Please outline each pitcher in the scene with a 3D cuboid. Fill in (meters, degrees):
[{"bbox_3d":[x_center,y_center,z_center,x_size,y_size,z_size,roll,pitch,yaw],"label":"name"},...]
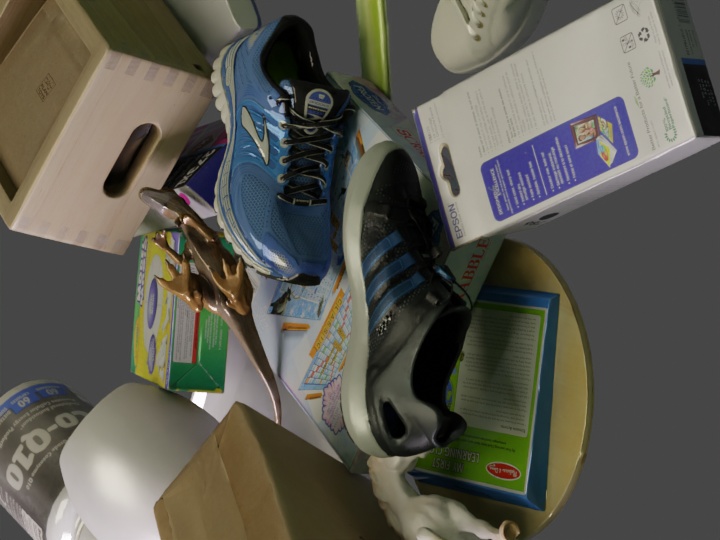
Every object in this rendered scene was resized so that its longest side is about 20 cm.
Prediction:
[{"bbox_3d":[-0.125,0.189,1.622,0.200,0.121,0.172,41,148,11],"label":"pitcher"}]

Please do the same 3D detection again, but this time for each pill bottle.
[{"bbox_3d":[-0.227,0.181,1.817,0.200,0.113,0.114,35,122,45],"label":"pill bottle"}]

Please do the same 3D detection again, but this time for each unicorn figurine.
[{"bbox_3d":[0.066,0.170,1.372,0.137,0.074,0.201,9,127,65],"label":"unicorn figurine"}]

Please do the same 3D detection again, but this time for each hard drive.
[{"bbox_3d":[-0.148,-0.188,1.668,0.200,0.025,0.133,-41,64,49],"label":"hard drive"}]

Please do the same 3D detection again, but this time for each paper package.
[{"bbox_3d":[-0.020,0.207,1.418,0.104,0.200,0.191,-48,31,15],"label":"paper package"}]

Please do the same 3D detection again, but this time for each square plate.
[{"bbox_3d":[-0.060,0.120,1.655,0.200,0.028,0.199,46,130,40],"label":"square plate"}]

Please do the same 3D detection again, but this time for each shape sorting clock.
[{"bbox_3d":[0.087,0.079,1.439,0.200,0.039,0.201,-14,72,53],"label":"shape sorting clock"}]

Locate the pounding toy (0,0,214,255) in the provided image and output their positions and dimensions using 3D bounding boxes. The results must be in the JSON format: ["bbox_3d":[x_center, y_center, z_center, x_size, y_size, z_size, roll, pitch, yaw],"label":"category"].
[{"bbox_3d":[-0.206,-0.113,1.634,0.201,0.142,0.184,-58,43,22],"label":"pounding toy"}]

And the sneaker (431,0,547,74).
[{"bbox_3d":[0.080,-0.194,1.372,0.200,0.084,0.073,-52,57,45],"label":"sneaker"}]

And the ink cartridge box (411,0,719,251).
[{"bbox_3d":[0.123,-0.090,1.340,0.199,0.039,0.100,-24,76,40],"label":"ink cartridge box"}]

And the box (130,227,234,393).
[{"bbox_3d":[-0.138,0.027,1.672,0.200,0.048,0.118,-175,90,-77],"label":"box"}]

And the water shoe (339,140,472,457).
[{"bbox_3d":[0.037,0.016,1.372,0.079,0.071,0.201,-7,75,32],"label":"water shoe"}]

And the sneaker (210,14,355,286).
[{"bbox_3d":[-0.050,-0.084,1.488,0.089,0.078,0.201,-39,54,47],"label":"sneaker"}]

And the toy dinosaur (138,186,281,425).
[{"bbox_3d":[-0.090,0.019,1.526,0.060,0.106,0.201,-28,81,8],"label":"toy dinosaur"}]

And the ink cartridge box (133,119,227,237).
[{"bbox_3d":[-0.114,-0.073,1.633,0.037,0.095,0.200,52,151,-18],"label":"ink cartridge box"}]

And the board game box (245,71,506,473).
[{"bbox_3d":[0.000,0.000,1.505,0.200,0.041,0.201,50,124,45],"label":"board game box"}]
